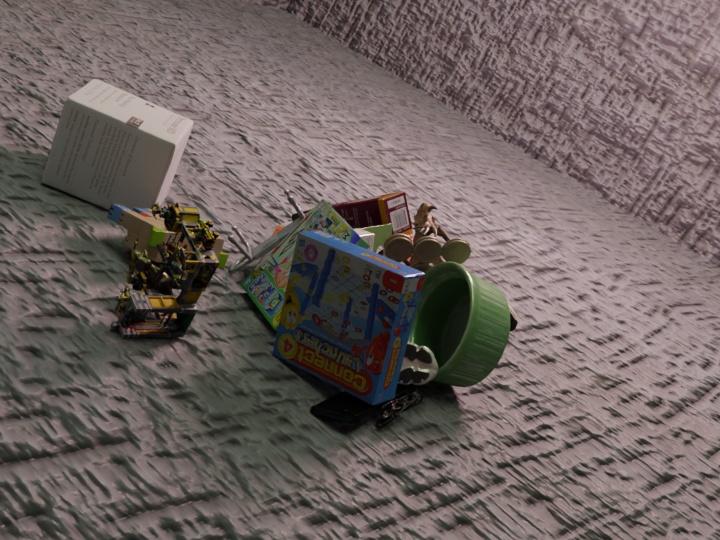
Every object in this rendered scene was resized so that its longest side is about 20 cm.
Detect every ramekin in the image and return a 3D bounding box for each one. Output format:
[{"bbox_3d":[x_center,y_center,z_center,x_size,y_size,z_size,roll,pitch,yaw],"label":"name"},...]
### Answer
[{"bbox_3d":[0.156,0.095,1.621,0.097,0.201,0.200,21,20,-29],"label":"ramekin"}]

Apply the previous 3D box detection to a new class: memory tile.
[{"bbox_3d":[0.104,0.024,1.691,0.152,0.201,0.017,1,37,-7],"label":"memory tile"}]

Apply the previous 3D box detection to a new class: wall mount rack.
[{"bbox_3d":[-0.154,-0.073,1.653,0.075,0.199,0.174,55,0,-14],"label":"wall mount rack"}]

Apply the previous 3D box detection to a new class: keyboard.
[{"bbox_3d":[0.017,0.203,1.453,0.103,0.040,0.200,9,13,30],"label":"keyboard"}]

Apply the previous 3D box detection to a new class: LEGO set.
[{"bbox_3d":[-0.293,0.002,1.381,0.115,0.200,0.154,3,50,-41],"label":"LEGO set"}]

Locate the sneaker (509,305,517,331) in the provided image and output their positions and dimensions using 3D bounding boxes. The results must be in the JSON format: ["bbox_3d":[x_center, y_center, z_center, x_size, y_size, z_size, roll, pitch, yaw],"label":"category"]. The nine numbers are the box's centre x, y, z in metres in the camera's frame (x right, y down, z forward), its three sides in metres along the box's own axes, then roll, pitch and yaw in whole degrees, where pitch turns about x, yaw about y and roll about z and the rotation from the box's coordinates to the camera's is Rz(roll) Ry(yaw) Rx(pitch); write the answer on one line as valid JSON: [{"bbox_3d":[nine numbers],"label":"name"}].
[{"bbox_3d":[0.245,0.051,1.985,0.199,0.071,0.093,32,28,25],"label":"sneaker"}]

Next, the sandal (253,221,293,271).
[{"bbox_3d":[-0.143,-0.012,1.742,0.079,0.059,0.207,31,43,3],"label":"sandal"}]

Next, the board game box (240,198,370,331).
[{"bbox_3d":[-0.092,-0.007,1.590,0.029,0.200,0.135,42,3,-45],"label":"board game box"}]

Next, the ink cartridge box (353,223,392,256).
[{"bbox_3d":[0.000,0.000,1.708,0.048,0.147,0.199,20,20,39],"label":"ink cartridge box"}]

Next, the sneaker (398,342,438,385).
[{"bbox_3d":[0.023,0.141,1.538,0.199,0.081,0.083,16,-9,9],"label":"sneaker"}]

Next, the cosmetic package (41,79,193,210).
[{"bbox_3d":[-0.426,-0.212,1.742,0.199,0.166,0.165,22,22,-7],"label":"cosmetic package"}]

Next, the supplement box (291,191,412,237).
[{"bbox_3d":[-0.015,-0.088,1.872,0.199,0.086,0.110,-8,8,26],"label":"supplement box"}]

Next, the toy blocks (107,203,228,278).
[{"bbox_3d":[-0.325,-0.059,1.614,0.136,0.101,0.200,26,10,29],"label":"toy blocks"}]

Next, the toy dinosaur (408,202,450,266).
[{"bbox_3d":[0.140,-0.013,1.751,0.200,0.136,0.086,44,27,9],"label":"toy dinosaur"}]

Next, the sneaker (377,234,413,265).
[{"bbox_3d":[0.070,-0.039,1.896,0.073,0.087,0.200,26,-2,-3],"label":"sneaker"}]

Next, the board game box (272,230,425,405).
[{"bbox_3d":[-0.022,0.065,1.440,0.199,0.197,0.056,22,17,31],"label":"board game box"}]
